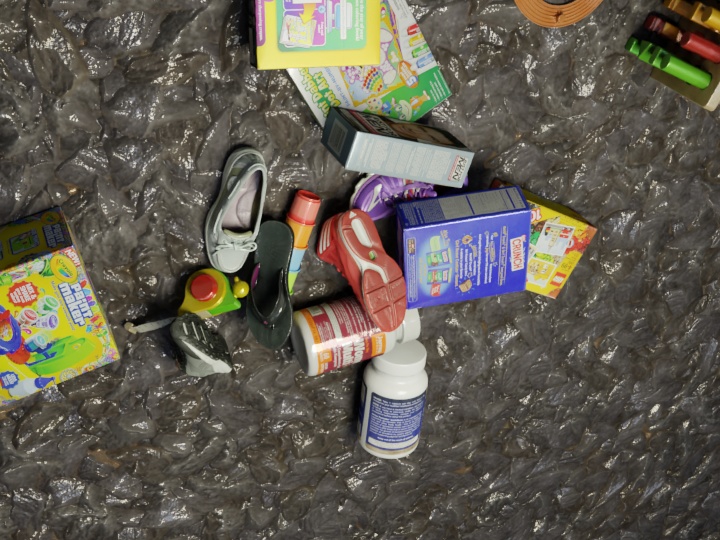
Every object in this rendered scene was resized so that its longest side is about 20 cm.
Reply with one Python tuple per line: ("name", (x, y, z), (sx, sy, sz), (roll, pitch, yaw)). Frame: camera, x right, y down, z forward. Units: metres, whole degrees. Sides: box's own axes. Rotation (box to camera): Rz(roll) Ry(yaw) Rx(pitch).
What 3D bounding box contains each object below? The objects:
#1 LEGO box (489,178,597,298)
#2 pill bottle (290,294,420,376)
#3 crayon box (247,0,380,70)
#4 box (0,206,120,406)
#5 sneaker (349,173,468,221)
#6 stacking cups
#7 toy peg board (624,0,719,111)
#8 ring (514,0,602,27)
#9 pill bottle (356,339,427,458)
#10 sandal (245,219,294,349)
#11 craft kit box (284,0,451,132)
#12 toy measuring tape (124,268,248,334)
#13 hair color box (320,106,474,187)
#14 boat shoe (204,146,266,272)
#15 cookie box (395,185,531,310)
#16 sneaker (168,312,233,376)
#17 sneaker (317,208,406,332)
("LEGO box", (0.285, -0.052, 1.635), (0.199, 0.077, 0.150), (16, 111, -33))
("pill bottle", (-0.009, 0.096, 1.564), (0.199, 0.110, 0.110), (-15, 125, -17))
("crayon box", (-0.061, -0.372, 1.251), (0.171, 0.058, 0.201), (-6, 111, -17))
("box", (-0.463, 0.051, 1.307), (0.192, 0.122, 0.201), (-22, 127, -13))
("sneaker", (0.077, -0.125, 1.486), (0.199, 0.084, 0.081), (-23, 127, -10))
("stacking cups", (-0.112, -0.028, 1.478), (0.060, 0.061, 0.201), (12, 109, -31))
("toy peg board", (0.520, -0.382, 1.481), (0.097, 0.200, 0.200), (19, 111, -18))
("ring", (0.315, -0.465, 1.432), (0.199, 0.019, 0.201), (-12, 125, -18))
("pill bottle", (0.058, 0.221, 1.670), (0.115, 0.116, 0.201), (-7, 123, -22))
("sandal", (-0.142, 0.024, 1.437), (0.075, 0.048, 0.202), (5, 102, 14))
("craft kit box", (0.010, -0.282, 1.382), (0.197, 0.049, 0.200), (-35, 128, 1))
("toy measuring tape", (-0.266, 0.041, 1.445), (0.199, 0.074, 0.074), (-14, 127, 8))
("hair color box", (0.054, -0.179, 1.379), (0.199, 0.099, 0.061), (6, 117, -30))
("boat shoe", (-0.180, -0.080, 1.398), (0.074, 0.065, 0.203), (6, 120, -28))
("cookie box", (0.160, -0.035, 1.489), (0.199, 0.075, 0.172), (-8, 132, -5))
("sneaker", (-0.255, 0.125, 1.448), (0.079, 0.074, 0.200), (-22, 158, 0))
("sneaker", (0.000, 0.000, 1.494), (0.078, 0.115, 0.201), (-22, 100, -27))
